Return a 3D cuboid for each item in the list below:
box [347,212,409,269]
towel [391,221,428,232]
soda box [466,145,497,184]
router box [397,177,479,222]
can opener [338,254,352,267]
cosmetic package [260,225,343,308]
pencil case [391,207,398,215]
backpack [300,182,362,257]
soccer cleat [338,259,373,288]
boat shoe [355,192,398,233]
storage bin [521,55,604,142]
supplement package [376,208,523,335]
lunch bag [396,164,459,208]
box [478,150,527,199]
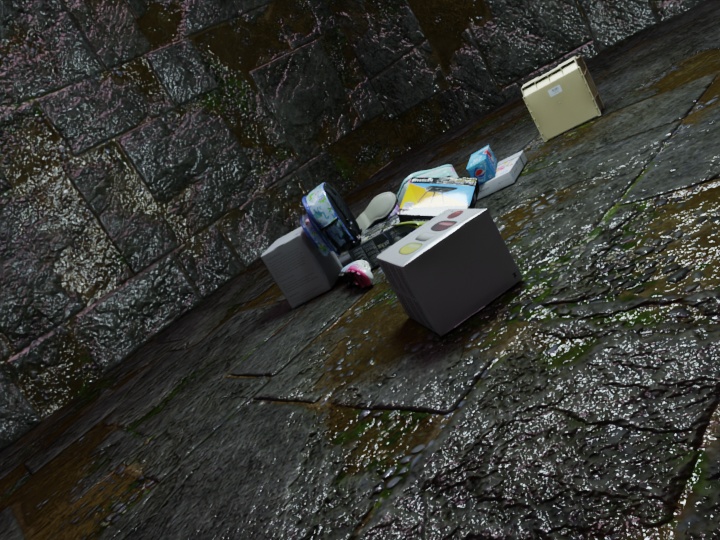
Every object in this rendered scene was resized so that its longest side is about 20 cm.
[{"bbox_3d":[0.077,-0.092,1.768,0.197,0.087,0.164,-27,13,22],"label":"box"},{"bbox_3d":[0.192,-0.102,1.434,0.195,0.023,0.143,3,0,-26],"label":"towel"},{"bbox_3d":[0.378,-0.326,1.793,0.067,0.065,0.201,-27,14,24],"label":"soda box"},{"bbox_3d":[0.216,-0.188,1.593,0.196,0.052,0.151,4,53,26],"label":"router box"},{"bbox_3d":[-0.036,-0.055,1.945,0.197,0.068,0.053,-25,13,29],"label":"can opener"},{"bbox_3d":[-0.184,-0.023,1.878,0.165,0.203,0.167,-25,14,23],"label":"cosmetic package"},{"bbox_3d":[0.107,-0.209,2.145,0.197,0.087,0.084,-27,15,18],"label":"pencil case"},{"bbox_3d":[-0.102,-0.151,1.768,0.145,0.202,0.183,-30,13,9],"label":"backpack"},{"bbox_3d":[0.000,0.000,1.637,0.086,0.070,0.199,-40,14,-17],"label":"soccer cleat"},{"bbox_3d":[0.057,-0.183,1.858,0.059,0.073,0.201,-7,-26,-46],"label":"boat shoe"},{"bbox_3d":[0.651,-0.556,1.878,0.197,0.201,0.094,-21,19,37],"label":"storage bin"},{"bbox_3d":[0.160,-0.007,1.102,0.189,0.149,0.200,-33,12,-7],"label":"supplement package"},{"bbox_3d":[0.216,-0.256,1.836,0.196,0.078,0.161,-20,-25,-21],"label":"lunch bag"},{"bbox_3d":[0.422,-0.291,1.792,0.154,0.042,0.200,-24,16,37],"label":"box"}]
